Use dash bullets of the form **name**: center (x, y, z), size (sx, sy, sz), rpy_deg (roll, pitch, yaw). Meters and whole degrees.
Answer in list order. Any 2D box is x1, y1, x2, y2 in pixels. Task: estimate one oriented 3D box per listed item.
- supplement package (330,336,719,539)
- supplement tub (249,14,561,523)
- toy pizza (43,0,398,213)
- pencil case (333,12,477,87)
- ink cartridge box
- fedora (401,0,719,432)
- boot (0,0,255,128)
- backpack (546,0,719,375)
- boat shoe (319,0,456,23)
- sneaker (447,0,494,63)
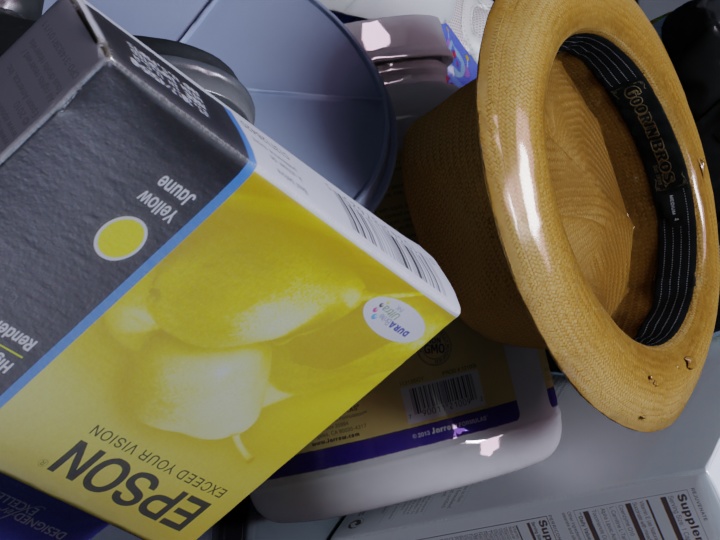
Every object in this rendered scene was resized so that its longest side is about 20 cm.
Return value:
- **supplement package**: center (0.123, 0.136, 1.011), size (0.151, 0.199, 0.152), rpy_deg (65, 32, -17)
- **supplement tub**: center (0.000, 0.000, 0.921), size (0.145, 0.145, 0.201), rpy_deg (-9, 84, -60)
- **toy pizza**: center (-0.084, -0.062, 0.806), size (0.201, 0.199, 0.032), rpy_deg (-68, 178, -46)
- **pencil case**: center (0.028, -0.092, 1.072), size (0.200, 0.078, 0.087), rpy_deg (43, 64, -44)
- **ink cartridge box**: center (-0.096, 0.029, 0.699), size (0.197, 0.200, 0.047), rpy_deg (34, 17, -47)
- **fedora**: center (0.076, -0.026, 0.840), size (0.200, 0.082, 0.202), rpy_deg (24, 61, -53)
- **boot**: center (-0.117, -0.119, 0.751), size (0.066, 0.164, 0.201), rpy_deg (77, 10, -53)
- **backpack**: center (0.130, -0.032, 0.996), size (0.163, 0.200, 0.154), rpy_deg (47, 22, -18)
- **boat shoe**: center (-0.039, -0.159, 0.918), size (0.199, 0.071, 0.064), rpy_deg (14, 105, -26)
- **sneaker**: center (0.089, -0.118, 1.177), size (0.200, 0.088, 0.082), rpy_deg (37, 47, -46)
